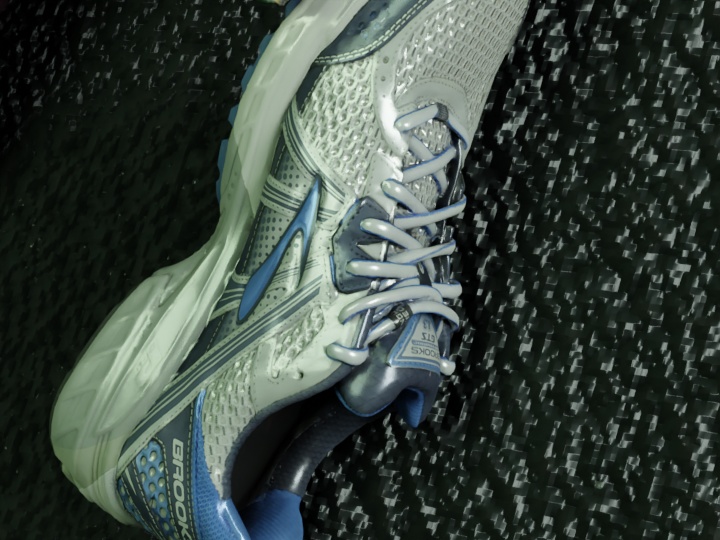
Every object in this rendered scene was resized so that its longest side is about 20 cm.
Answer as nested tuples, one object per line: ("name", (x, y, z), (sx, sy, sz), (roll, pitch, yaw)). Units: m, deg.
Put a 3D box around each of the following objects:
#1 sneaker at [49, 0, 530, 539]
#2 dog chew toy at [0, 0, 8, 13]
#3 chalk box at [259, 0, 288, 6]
("sneaker", (0.000, 0.000, 0.744), (0.085, 0.077, 0.200), (41, 107, 36))
("dog chew toy", (-0.165, -0.120, 0.891), (0.125, 0.124, 0.200), (21, 119, 46))
("chalk box", (-0.036, -0.166, 0.782), (0.125, 0.124, 0.200), (-54, 7, 8))
